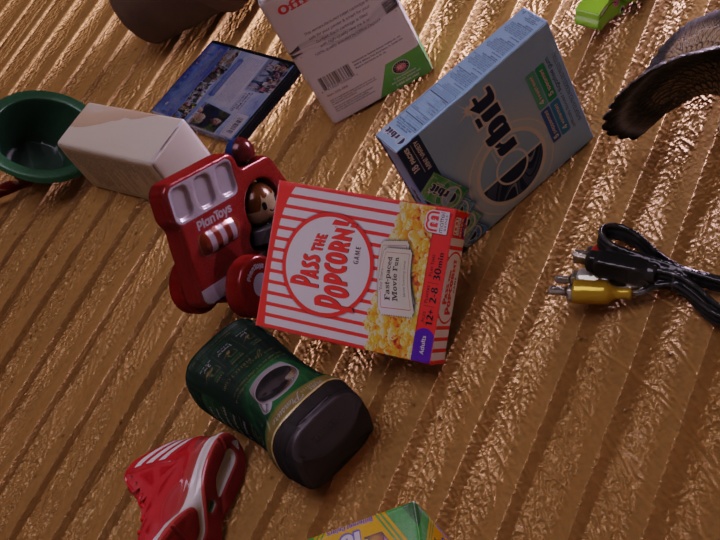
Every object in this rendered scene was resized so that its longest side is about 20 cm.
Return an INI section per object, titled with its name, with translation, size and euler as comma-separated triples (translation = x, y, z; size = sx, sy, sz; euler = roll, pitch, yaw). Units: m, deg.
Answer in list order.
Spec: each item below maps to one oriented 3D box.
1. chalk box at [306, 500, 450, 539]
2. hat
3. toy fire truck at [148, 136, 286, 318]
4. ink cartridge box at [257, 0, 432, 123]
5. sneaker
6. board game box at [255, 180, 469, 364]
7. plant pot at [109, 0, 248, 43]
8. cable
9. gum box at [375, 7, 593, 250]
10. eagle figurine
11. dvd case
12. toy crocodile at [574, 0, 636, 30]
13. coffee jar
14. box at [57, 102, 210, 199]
[chalk box]
translation = 0.027, 0.312, 0.901
size = 0.122, 0.125, 0.202
euler = -22, 47, 14
[hat]
translation = -0.474, -0.144, 1.663
size = 0.197, 0.177, 0.167
euler = 15, 52, -5
[toy fire truck]
translation = -0.134, -0.050, 1.244
size = 0.111, 0.170, 0.200
euler = 2, 26, 37
[ink cartridge box]
translation = -0.021, -0.301, 1.380
size = 0.144, 0.201, 0.085
euler = -26, 44, 9
[sneaker]
translation = -0.197, 0.253, 1.136
size = 0.114, 0.079, 0.201
euler = -8, 38, 37
[board game box]
translation = 0.000, 0.000, 1.153
size = 0.197, 0.046, 0.154
euler = 10, 92, 24
[plant pot]
translation = -0.277, -0.431, 1.673
size = 0.174, 0.199, 0.202
euler = -34, 41, 26
[cable]
translation = 0.280, 0.010, 1.070
size = 0.198, 0.051, 0.097
euler = 17, 46, 26
[gum box]
translation = 0.132, -0.138, 1.174
size = 0.199, 0.170, 0.045
euler = -40, 44, -5
[eagle figurine]
translation = 0.348, -0.193, 1.122
size = 0.198, 0.151, 0.153
euler = 11, 81, 31
[dvd case]
translation = -0.185, -0.246, 1.567
size = 0.199, 0.018, 0.143
euler = 23, 68, 43
[toy crocodile]
translation = 0.315, -0.358, 1.329
size = 0.067, 0.062, 0.201
euler = 21, 72, 40
[coffee jar]
translation = -0.082, 0.132, 1.142
size = 0.104, 0.086, 0.199
euler = -41, 43, -20
[box]
translation = -0.295, -0.153, 1.506
size = 0.198, 0.095, 0.078
euler = 15, 62, 37
